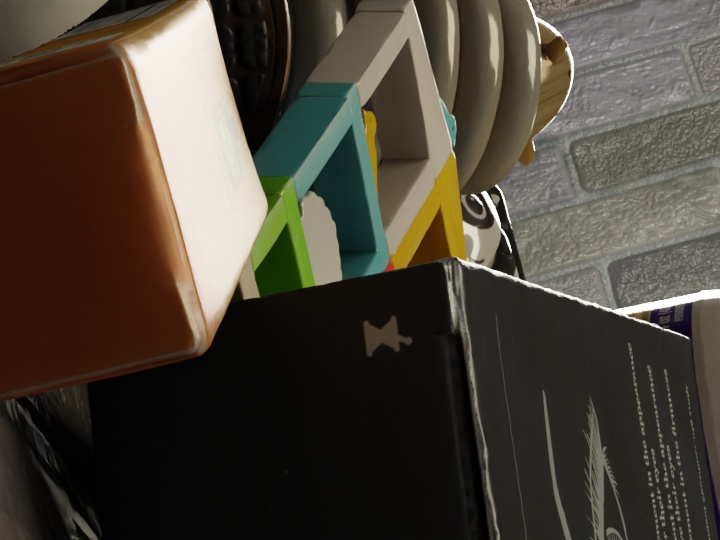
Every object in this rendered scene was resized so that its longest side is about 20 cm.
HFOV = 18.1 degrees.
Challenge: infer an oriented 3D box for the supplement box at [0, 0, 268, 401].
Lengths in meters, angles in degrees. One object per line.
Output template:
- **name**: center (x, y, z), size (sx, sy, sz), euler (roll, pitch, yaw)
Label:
- **supplement box**: center (-0.065, -0.023, 0.541), size (0.200, 0.068, 0.067), euler (-72, 147, -79)

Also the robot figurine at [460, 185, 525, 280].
- **robot figurine**: center (0.025, 0.037, 1.100), size (0.151, 0.124, 0.201), euler (-99, 173, -59)

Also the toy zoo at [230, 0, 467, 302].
- **toy zoo**: center (0.000, 0.000, 0.736), size (0.200, 0.020, 0.132), euler (-59, 143, -53)

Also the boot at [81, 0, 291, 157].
- **boot**: center (-0.060, -0.052, 0.753), size (0.097, 0.074, 0.202), euler (-125, -152, -74)

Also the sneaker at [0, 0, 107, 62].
- **sneaker**: center (-0.103, -0.150, 0.472), size (0.201, 0.080, 0.147), euler (-95, 162, -48)

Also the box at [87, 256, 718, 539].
- **box**: center (0.024, 0.087, 0.601), size (0.200, 0.104, 0.149), euler (18, 63, -64)

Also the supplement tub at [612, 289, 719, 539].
- **supplement tub**: center (0.076, 0.096, 0.921), size (0.145, 0.198, 0.147), euler (-12, 90, -76)

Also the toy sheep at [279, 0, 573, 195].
- **toy sheep**: center (0.001, -0.088, 0.945), size (0.138, 0.199, 0.139), euler (179, -90, -67)
